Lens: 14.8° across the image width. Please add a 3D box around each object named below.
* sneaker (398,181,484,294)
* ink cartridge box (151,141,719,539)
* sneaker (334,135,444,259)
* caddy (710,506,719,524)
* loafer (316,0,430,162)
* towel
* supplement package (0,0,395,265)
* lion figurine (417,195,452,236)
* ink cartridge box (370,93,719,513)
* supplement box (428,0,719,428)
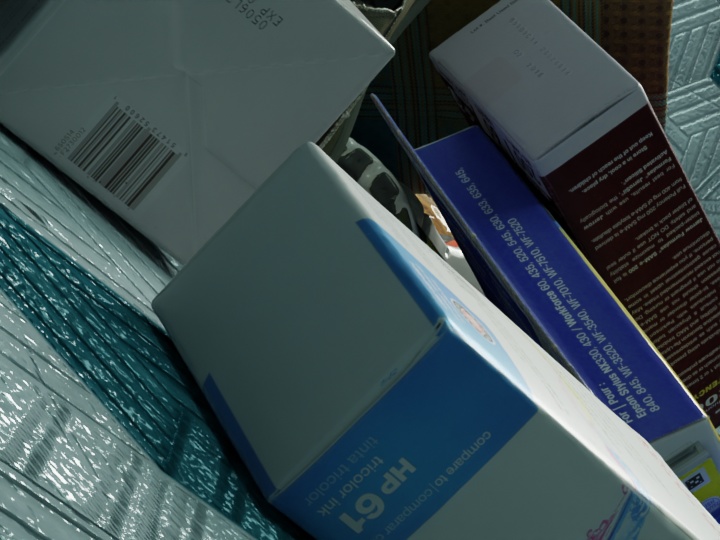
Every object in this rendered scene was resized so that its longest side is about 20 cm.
[{"bbox_3d":[0.000,0.000,1.371,0.082,0.077,0.200,11,-11,34],"label":"sneaker"},{"bbox_3d":[0.040,0.068,0.941,0.200,0.085,0.145,40,7,-31],"label":"ink cartridge box"},{"bbox_3d":[0.015,0.021,1.262,0.200,0.074,0.085,54,1,8],"label":"sneaker"},{"bbox_3d":[0.211,0.156,1.152,0.200,0.141,0.105,41,24,-39],"label":"caddy"},{"bbox_3d":[-0.023,-0.105,1.214,0.075,0.200,0.070,28,-15,12],"label":"loafer"},{"bbox_3d":[0.046,-0.092,1.312,0.022,0.200,0.147,-82,172,-46],"label":"towel"},{"bbox_3d":[-0.090,-0.108,1.124,0.121,0.120,0.200,39,7,-25],"label":"supplement package"},{"bbox_3d":[0.032,0.001,1.566,0.122,0.072,0.200,50,15,-33],"label":"lion figurine"},{"bbox_3d":[0.095,0.030,1.184,0.198,0.047,0.200,56,-3,40],"label":"ink cartridge box"},{"bbox_3d":[0.115,-0.024,1.266,0.200,0.061,0.109,56,-3,-39],"label":"supplement box"}]
